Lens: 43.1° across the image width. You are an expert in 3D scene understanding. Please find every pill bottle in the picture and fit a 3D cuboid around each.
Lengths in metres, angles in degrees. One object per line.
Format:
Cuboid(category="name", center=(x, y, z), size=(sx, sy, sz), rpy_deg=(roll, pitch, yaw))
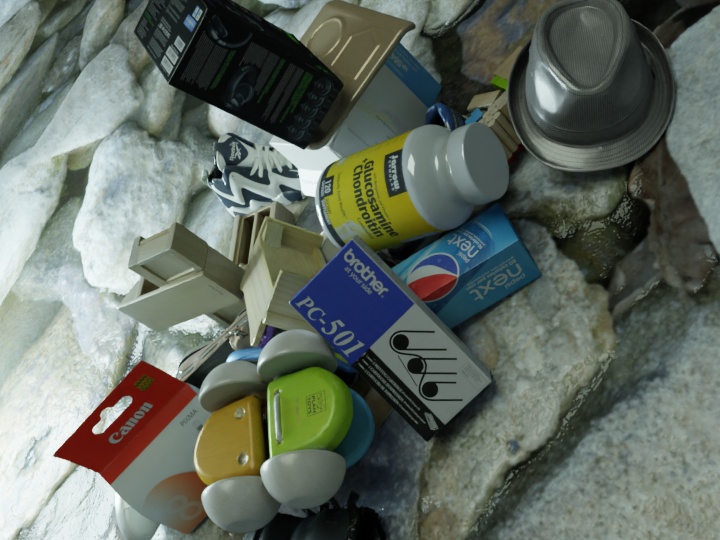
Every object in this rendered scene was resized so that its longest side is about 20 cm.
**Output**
Cuboid(category="pill bottle", center=(0.054, -0.090, 0.978), size=(0.199, 0.112, 0.113), rpy_deg=(-16, 52, 41))

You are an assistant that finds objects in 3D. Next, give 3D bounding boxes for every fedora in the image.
Cuboid(category="fedora", center=(0.237, -0.212, 0.956), size=(0.175, 0.090, 0.202), rpy_deg=(-2, 62, 17))

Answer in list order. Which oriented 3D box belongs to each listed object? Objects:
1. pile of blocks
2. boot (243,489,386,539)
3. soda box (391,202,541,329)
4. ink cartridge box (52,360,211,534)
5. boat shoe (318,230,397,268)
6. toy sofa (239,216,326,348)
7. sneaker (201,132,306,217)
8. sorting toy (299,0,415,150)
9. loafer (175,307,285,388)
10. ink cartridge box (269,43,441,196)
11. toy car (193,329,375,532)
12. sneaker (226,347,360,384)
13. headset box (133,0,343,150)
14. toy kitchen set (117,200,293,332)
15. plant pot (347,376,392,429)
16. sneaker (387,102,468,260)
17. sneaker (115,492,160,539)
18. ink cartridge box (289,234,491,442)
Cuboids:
Cuboid(category="pile of blocks", center=(0.165, -0.168, 1.064), size=(0.082, 0.062, 0.201), rpy_deg=(4, 58, 56))
Cuboid(category="boot", center=(-0.059, 0.325, 0.917), size=(0.162, 0.073, 0.200), rpy_deg=(-14, 50, 38))
Cuboid(category="soda box", center=(0.086, 0.018, 0.977), size=(0.199, 0.068, 0.064), rpy_deg=(-32, 44, 11))
Cuboid(category="ink cartridge box", center=(-0.222, 0.209, 1.054), size=(0.162, 0.200, 0.050), rpy_deg=(-45, 41, 9))
Cuboid(category="boat shoe", center=(0.000, 0.000, 1.105), size=(0.067, 0.057, 0.200), rpy_deg=(-65, 28, 5))
Cuboid(category="toy sofa", center=(-0.081, 0.020, 1.066), size=(0.200, 0.082, 0.098), rpy_deg=(-119, 49, -66))
Cuboid(category="sneaker", center=(-0.140, -0.153, 1.285), size=(0.198, 0.129, 0.080), rpy_deg=(-22, 50, 32))
Cuboid(category="sorting toy", center=(-0.040, -0.245, 1.138), size=(0.200, 0.036, 0.185), rpy_deg=(-51, 41, -3))
Cuboid(category="loafer", center=(-0.155, 0.104, 1.150), size=(0.199, 0.072, 0.063), rpy_deg=(-33, 18, 21))
Cuboid(category="ink cartridge box", center=(-0.011, -0.192, 1.192), size=(0.128, 0.125, 0.201), rpy_deg=(11, 70, 47))
Cuboid(category="toy car", center=(-0.071, 0.174, 0.947), size=(0.199, 0.150, 0.176), rpy_deg=(-29, 51, 29))
Cuboid(category="sneaker", center=(-0.075, 0.126, 1.046), size=(0.198, 0.071, 0.083), rpy_deg=(-11, 75, 37))
Cuboid(category="headset box", center=(-0.136, -0.241, 1.048), size=(0.093, 0.199, 0.174), rpy_deg=(-56, 38, 15))
Cuboid(category="toy kitchen set", center=(-0.221, -0.025, 1.217), size=(0.162, 0.200, 0.182), rpy_deg=(-20, 50, 32))
Cuboid(category="plant pot", center=(-0.028, 0.114, 1.069), size=(0.199, 0.027, 0.201), rpy_deg=(-24, 49, 31))
Cuboid(category="sneaker", center=(0.069, -0.111, 1.090), size=(0.077, 0.085, 0.201), rpy_deg=(9, 70, 46))
Cuboid(category="sneaker", center=(-0.249, 0.243, 1.153), size=(0.084, 0.073, 0.201), rpy_deg=(-17, 50, 38))
Cuboid(category="ink cartridge box", center=(0.031, 0.068, 0.926), size=(0.094, 0.200, 0.044), rpy_deg=(-44, 2, 11))
